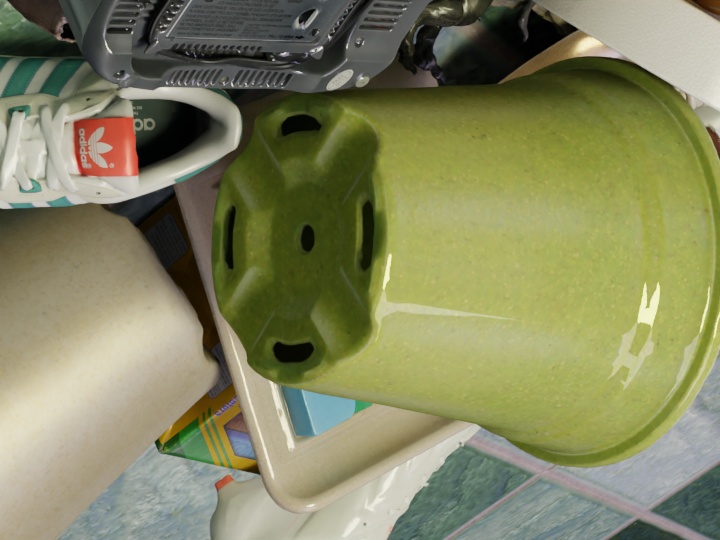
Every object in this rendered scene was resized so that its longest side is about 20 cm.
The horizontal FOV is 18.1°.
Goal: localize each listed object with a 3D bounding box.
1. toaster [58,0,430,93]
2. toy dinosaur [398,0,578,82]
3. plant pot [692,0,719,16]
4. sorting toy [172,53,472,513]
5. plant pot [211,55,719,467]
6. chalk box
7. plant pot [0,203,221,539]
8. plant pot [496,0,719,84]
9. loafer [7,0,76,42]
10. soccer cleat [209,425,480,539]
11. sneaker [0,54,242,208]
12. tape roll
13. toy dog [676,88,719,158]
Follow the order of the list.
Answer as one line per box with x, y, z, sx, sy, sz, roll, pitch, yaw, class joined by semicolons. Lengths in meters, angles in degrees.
-0.061;-0.151;0.921;0.199;0.130;0.114;-5;144;-42;toaster
0.050;-0.141;1.152;0.088;0.047;0.200;-54;150;10;toy dinosaur
0.150;-0.215;0.980;0.182;0.201;0.200;8;138;-28;plant pot
0.000;0.000;1.158;0.185;0.201;0.036;-25;-171;-39;sorting toy
0.039;-0.008;1.044;0.183;0.201;0.201;3;140;-39;plant pot
-0.040;0.035;1.289;0.124;0.125;0.200;-38;152;17;chalk box
-0.179;0.054;1.133;0.183;0.201;0.201;-36;156;-13;plant pot
0.133;-0.098;1.288;0.199;0.028;0.200;-27;167;-6;plant pot
-0.086;-0.118;1.023;0.199;0.071;0.073;1;141;-47;loafer
0.011;0.115;1.254;0.199;0.078;0.069;-30;154;0;soccer cleat
-0.145;-0.063;1.007;0.199;0.071;0.093;-7;-169;-30;sneaker
0.160;-0.109;1.096;0.202;0.202;0.037;16;106;-56;tape roll
0.165;-0.038;1.310;0.199;0.097;0.132;-31;168;7;toy dog
